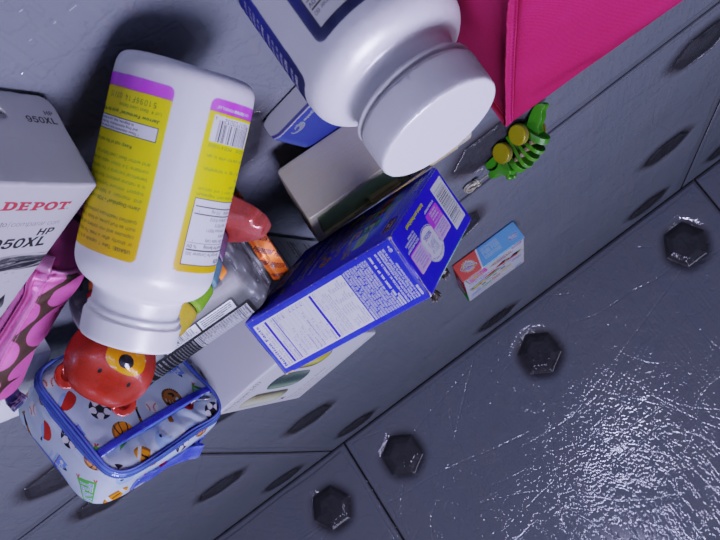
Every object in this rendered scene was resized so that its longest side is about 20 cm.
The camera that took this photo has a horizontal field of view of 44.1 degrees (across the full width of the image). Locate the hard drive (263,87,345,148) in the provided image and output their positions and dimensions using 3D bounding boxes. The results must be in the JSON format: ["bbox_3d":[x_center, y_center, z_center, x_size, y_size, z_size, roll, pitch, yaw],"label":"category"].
[{"bbox_3d":[0.002,-0.171,0.903,0.132,0.026,0.199,-42,163,20],"label":"hard drive"}]

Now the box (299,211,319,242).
[{"bbox_3d":[0.021,-0.105,1.041,0.198,0.040,0.137,-36,178,-2],"label":"box"}]

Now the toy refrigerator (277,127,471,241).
[{"bbox_3d":[0.019,-0.118,0.913,0.198,0.070,0.076,-35,164,-5],"label":"toy refrigerator"}]

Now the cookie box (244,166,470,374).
[{"bbox_3d":[0.000,0.000,0.918,0.198,0.076,0.172,-30,-166,32],"label":"cookie box"}]

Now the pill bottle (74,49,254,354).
[{"bbox_3d":[-0.147,-0.048,0.647,0.104,0.103,0.204,2,104,-64],"label":"pill bottle"}]

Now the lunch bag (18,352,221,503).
[{"bbox_3d":[-0.242,0.146,0.937,0.076,0.160,0.199,-52,167,30],"label":"lunch bag"}]

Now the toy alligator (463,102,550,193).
[{"bbox_3d":[0.226,-0.163,1.318,0.059,0.055,0.201,-18,156,-44],"label":"toy alligator"}]

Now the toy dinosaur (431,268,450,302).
[{"bbox_3d":[0.092,-0.013,1.417,0.101,0.077,0.201,26,106,-35],"label":"toy dinosaur"}]

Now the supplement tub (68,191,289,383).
[{"bbox_3d":[-0.177,0.016,0.886,0.198,0.123,0.123,-35,164,-4],"label":"supplement tub"}]

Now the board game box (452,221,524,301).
[{"bbox_3d":[0.267,-0.014,1.828,0.152,0.041,0.200,-36,163,0],"label":"board game box"}]

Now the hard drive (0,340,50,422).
[{"bbox_3d":[-0.416,0.137,0.879,0.198,0.026,0.132,-20,157,-43],"label":"hard drive"}]

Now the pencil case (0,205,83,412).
[{"bbox_3d":[-0.288,0.030,0.744,0.201,0.090,0.094,-51,-171,33],"label":"pencil case"}]

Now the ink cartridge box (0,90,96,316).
[{"bbox_3d":[-0.296,-0.024,0.603,0.200,0.085,0.144,-45,161,27],"label":"ink cartridge box"}]

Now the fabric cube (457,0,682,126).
[{"bbox_3d":[0.125,-0.261,0.597,0.198,0.202,0.196,-34,165,-2],"label":"fabric cube"}]

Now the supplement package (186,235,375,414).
[{"bbox_3d":[-0.112,0.063,1.091,0.151,0.152,0.199,-40,163,19],"label":"supplement package"}]

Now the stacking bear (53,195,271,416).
[{"bbox_3d":[-0.181,0.018,0.751,0.113,0.121,0.203,-2,-121,54],"label":"stacking bear"}]

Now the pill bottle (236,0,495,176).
[{"bbox_3d":[-0.003,-0.168,0.591,0.118,0.202,0.120,-31,164,-10],"label":"pill bottle"}]
